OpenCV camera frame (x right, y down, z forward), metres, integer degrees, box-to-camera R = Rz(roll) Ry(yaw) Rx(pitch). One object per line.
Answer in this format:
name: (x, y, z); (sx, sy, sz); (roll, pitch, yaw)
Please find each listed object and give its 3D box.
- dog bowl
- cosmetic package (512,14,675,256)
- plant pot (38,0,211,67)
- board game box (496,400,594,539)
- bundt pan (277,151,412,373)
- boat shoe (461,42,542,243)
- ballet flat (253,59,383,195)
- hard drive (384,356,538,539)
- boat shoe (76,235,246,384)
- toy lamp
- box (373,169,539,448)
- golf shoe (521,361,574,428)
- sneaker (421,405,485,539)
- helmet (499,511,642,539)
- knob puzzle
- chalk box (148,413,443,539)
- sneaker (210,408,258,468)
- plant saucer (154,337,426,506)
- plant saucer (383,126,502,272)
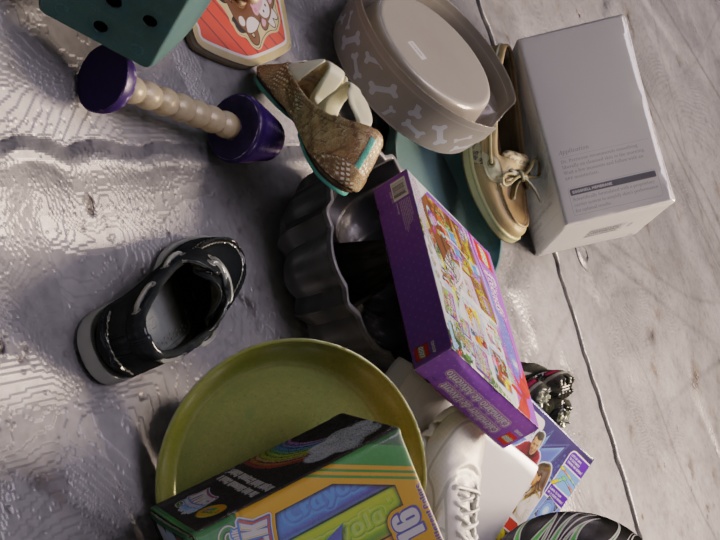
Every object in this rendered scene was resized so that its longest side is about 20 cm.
dog bowl: (0.057, -0.196, 1.500); (0.199, 0.059, 0.201); (31, 34, -24)
cosmetic package: (0.231, -0.138, 1.670); (0.199, 0.122, 0.202); (103, -25, -81)
plant pot: (-0.145, -0.256, 1.133); (0.141, 0.141, 0.201); (27, 50, -13)
board game box: (0.116, 0.173, 1.398); (0.136, 0.034, 0.200); (-54, 132, -9)
bundt pan: (0.000, 0.000, 1.333); (0.202, 0.075, 0.203); (37, 44, -46)
boat shoe: (0.140, -0.129, 1.583); (0.073, 0.062, 0.202); (2, 73, -60)
ballet flat: (-0.029, -0.131, 1.278); (0.070, 0.065, 0.200); (32, 15, -39)
hard drive: (0.057, 0.174, 1.309); (0.200, 0.027, 0.132); (40, 81, -41)
boat shoe: (-0.124, 0.023, 1.128); (0.076, 0.060, 0.200); (63, 31, -15)
toy lamp: (-0.130, -0.123, 1.205); (0.199, 0.058, 0.059); (19, 58, -55)
box: (0.076, 0.030, 1.282); (0.137, 0.039, 0.201); (42, 26, -40)
golf shoe: (0.108, 0.132, 1.459); (0.199, 0.088, 0.078); (-12, 117, -41)
sneaker: (0.069, 0.208, 1.253); (0.075, 0.081, 0.202); (21, 83, -40)
helmet: (0.179, 0.309, 1.354); (0.190, 0.199, 0.202); (18, 59, -58)
knob puzzle: (-0.113, -0.259, 1.334); (0.219, 0.030, 0.221); (37, 44, -46)
chalk box: (-0.056, 0.195, 1.031); (0.199, 0.125, 0.125); (-26, 98, -17)
sneaker: (-0.043, 0.166, 1.170); (0.200, 0.077, 0.079); (53, 36, -28)
plant saucer: (-0.051, 0.148, 1.114); (0.198, 0.031, 0.202); (0, 91, -19)
plant saucer: (0.075, -0.075, 1.543); (0.200, 0.036, 0.201); (36, 44, -45)
